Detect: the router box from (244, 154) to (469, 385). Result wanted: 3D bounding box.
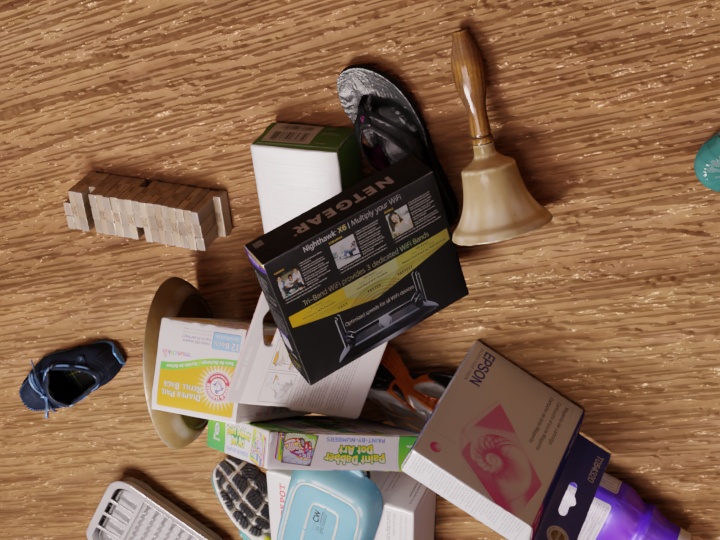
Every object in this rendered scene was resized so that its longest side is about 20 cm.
[{"bbox_3d":[0.000,0.000,1.278,0.052,0.199,0.158,42,156,53],"label":"router box"}]

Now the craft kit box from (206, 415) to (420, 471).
[{"bbox_3d":[-0.050,0.191,1.421,0.200,0.195,0.049,179,98,-65],"label":"craft kit box"}]

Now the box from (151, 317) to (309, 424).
[{"bbox_3d":[-0.136,0.111,1.431,0.111,0.200,0.103,7,90,23],"label":"box"}]

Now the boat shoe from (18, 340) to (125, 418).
[{"bbox_3d":[-0.402,0.145,1.687,0.199,0.069,0.084,-32,103,38],"label":"boat shoe"}]

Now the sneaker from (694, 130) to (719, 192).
[{"bbox_3d":[0.389,-0.098,1.116,0.198,0.080,0.072,-8,117,31],"label":"sneaker"}]

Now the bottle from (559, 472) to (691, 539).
[{"bbox_3d":[0.272,0.272,1.425,0.198,0.065,0.084,25,129,10],"label":"bottle"}]

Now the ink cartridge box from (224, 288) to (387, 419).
[{"bbox_3d":[-0.047,0.052,1.339,0.045,0.175,0.202,40,113,53],"label":"ink cartridge box"}]

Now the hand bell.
[{"bbox_3d":[0.118,-0.136,1.243,0.103,0.104,0.202,-7,105,30],"label":"hand bell"}]

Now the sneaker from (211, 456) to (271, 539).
[{"bbox_3d":[-0.141,0.339,1.680,0.079,0.077,0.201,-19,108,49],"label":"sneaker"}]

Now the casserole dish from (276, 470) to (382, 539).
[{"bbox_3d":[-0.044,0.309,1.522,0.120,0.039,0.202,24,125,12],"label":"casserole dish"}]

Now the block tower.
[{"bbox_3d":[-0.252,-0.071,1.480,0.198,0.058,0.055,8,124,21],"label":"block tower"}]

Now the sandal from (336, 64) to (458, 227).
[{"bbox_3d":[0.039,-0.122,1.302,0.075,0.048,0.201,-21,109,35],"label":"sandal"}]

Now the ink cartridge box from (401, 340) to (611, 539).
[{"bbox_3d":[0.167,0.192,1.343,0.199,0.197,0.044,31,131,5],"label":"ink cartridge box"}]

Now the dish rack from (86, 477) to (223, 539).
[{"bbox_3d":[-0.284,0.384,1.799,0.199,0.044,0.172,34,129,3],"label":"dish rack"}]

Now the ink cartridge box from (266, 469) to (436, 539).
[{"bbox_3d":[-0.012,0.305,1.581,0.198,0.084,0.146,13,125,20],"label":"ink cartridge box"}]

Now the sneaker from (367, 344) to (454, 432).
[{"bbox_3d":[0.038,0.147,1.465,0.199,0.076,0.093,25,140,17],"label":"sneaker"}]

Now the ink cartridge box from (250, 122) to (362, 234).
[{"bbox_3d":[-0.051,-0.057,1.382,0.103,0.059,0.202,7,123,22],"label":"ink cartridge box"}]

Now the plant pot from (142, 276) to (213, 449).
[{"bbox_3d":[-0.204,0.108,1.483,0.027,0.201,0.202,-3,120,14],"label":"plant pot"}]
